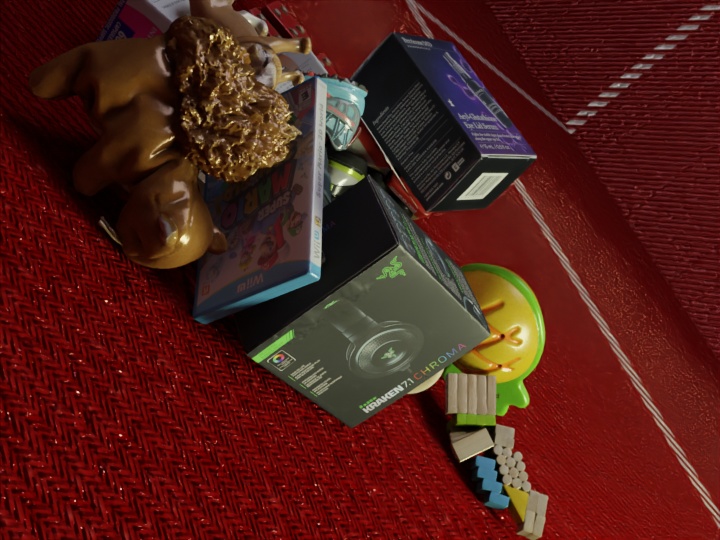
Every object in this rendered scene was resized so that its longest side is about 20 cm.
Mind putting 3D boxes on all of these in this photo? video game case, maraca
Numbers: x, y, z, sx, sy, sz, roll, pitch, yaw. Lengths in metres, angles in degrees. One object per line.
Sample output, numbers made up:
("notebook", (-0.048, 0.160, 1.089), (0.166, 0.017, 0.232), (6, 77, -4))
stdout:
("video game case", (-0.090, -0.064, 1.036), (0.018, 0.142, 0.203), (30, 50, -43))
("maraca", (0.149, 0.081, 1.345), (0.136, 0.203, 0.107), (19, 37, 27))

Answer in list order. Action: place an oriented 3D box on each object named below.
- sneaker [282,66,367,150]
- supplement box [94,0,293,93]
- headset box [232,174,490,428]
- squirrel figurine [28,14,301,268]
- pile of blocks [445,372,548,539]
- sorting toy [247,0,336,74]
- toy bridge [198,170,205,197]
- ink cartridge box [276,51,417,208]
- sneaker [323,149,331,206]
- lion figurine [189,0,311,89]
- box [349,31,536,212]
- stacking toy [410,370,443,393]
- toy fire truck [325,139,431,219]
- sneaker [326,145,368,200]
("sneaker", (-0.095, -0.177, 1.277), (0.197, 0.097, 0.079), (9, 2, 8))
("supplement box", (-0.169, -0.203, 1.202), (0.199, 0.102, 0.103), (39, 26, -2))
("headset box", (-0.004, 0.031, 1.067), (0.200, 0.173, 0.093), (43, 18, -47))
("squirrel figurine", (-0.157, -0.106, 0.993), (0.141, 0.198, 0.189), (26, 43, -67))
("pile of blocks", (0.140, 0.212, 1.293), (0.062, 0.081, 0.202), (118, -48, -65))
("sorting toy", (-0.097, -0.276, 1.580), (0.199, 0.069, 0.200), (49, 20, -6))
("toy bridge", (-0.163, -0.127, 1.246), (0.067, 0.027, 0.200), (45, 21, -9))
("ink cartridge box", (-0.016, -0.163, 1.389), (0.201, 0.050, 0.162), (58, 4, 23))
("sneaker", (-0.090, -0.088, 1.200), (0.202, 0.076, 0.148), (41, 42, -57))
("lion figurine", (-0.124, -0.233, 1.132), (0.121, 0.073, 0.201), (-8, 44, -35))
("box", (0.097, -0.181, 1.417), (0.147, 0.104, 0.201), (-8, 60, -55))
("stacking toy", (0.054, 0.062, 1.326), (0.085, 0.085, 0.200), (45, 15, -13))
("toy fire truck", (0.053, -0.144, 1.516), (0.176, 0.129, 0.199), (46, -23, -14))
("sneaker", (-0.028, -0.091, 1.437), (0.071, 0.084, 0.200), (22, -8, 15))
